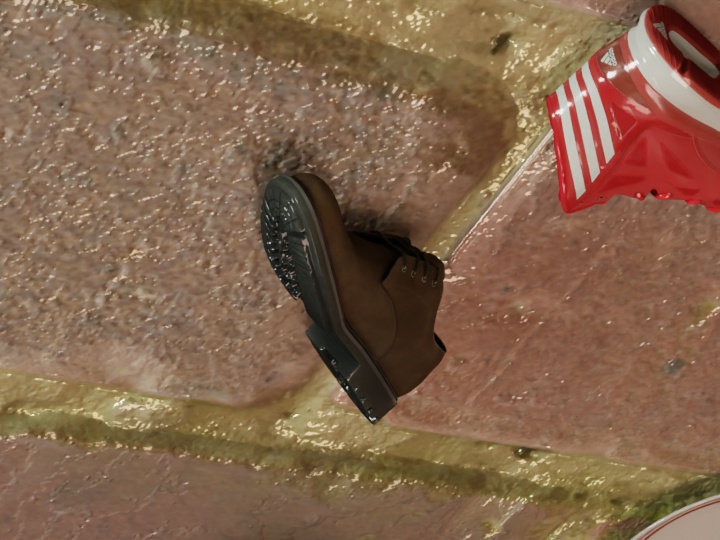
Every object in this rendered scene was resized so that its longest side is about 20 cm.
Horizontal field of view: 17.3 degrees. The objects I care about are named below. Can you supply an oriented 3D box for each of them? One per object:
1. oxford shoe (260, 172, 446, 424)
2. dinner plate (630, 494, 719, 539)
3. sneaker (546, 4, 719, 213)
[{"bbox_3d":[0.000,0.000,1.330,0.084,0.073,0.200,-35,144,-6],"label":"oxford shoe"},{"bbox_3d":[0.259,0.211,1.715,0.199,0.024,0.201,-12,142,-10],"label":"dinner plate"},{"bbox_3d":[0.177,-0.063,1.326,0.115,0.079,0.200,-30,129,28],"label":"sneaker"}]
